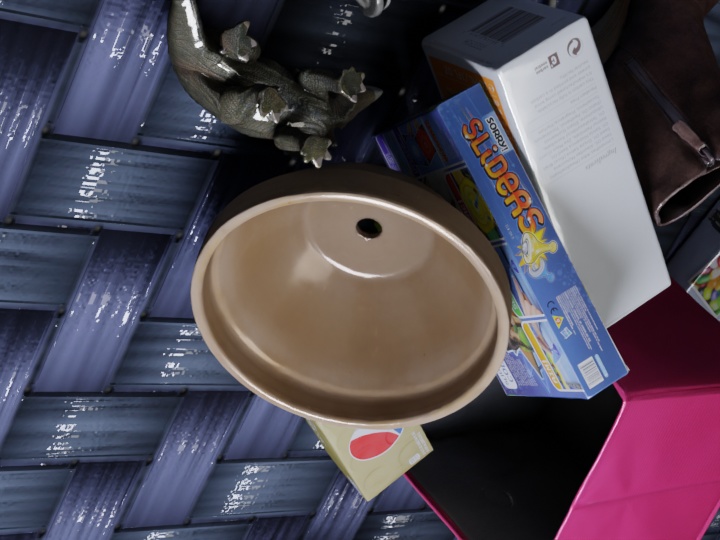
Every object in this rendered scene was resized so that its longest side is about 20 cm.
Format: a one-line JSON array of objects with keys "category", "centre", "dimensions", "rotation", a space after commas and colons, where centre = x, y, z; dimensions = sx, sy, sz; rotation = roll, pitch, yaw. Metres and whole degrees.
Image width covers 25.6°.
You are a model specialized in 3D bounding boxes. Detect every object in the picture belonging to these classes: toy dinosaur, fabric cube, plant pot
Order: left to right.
[{"category": "toy dinosaur", "centre": [-0.065, -0.107, 0.925], "dimensions": [0.199, 0.102, 0.078], "rotation": [19, 83, -33]}, {"category": "plant pot", "centre": [0.000, 0.000, 0.999], "dimensions": [0.199, 0.093, 0.202], "rotation": [7, 134, 8]}, {"category": "fabric cube", "centre": [0.171, 0.110, 1.233], "dimensions": [0.198, 0.196, 0.201], "rotation": [-1, 125, -40]}]

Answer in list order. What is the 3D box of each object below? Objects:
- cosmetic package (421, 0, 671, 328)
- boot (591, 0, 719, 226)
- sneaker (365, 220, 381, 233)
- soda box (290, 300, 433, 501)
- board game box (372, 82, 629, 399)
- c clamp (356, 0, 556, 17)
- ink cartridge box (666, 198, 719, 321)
[{"category": "cosmetic package", "centre": [0.121, -0.069, 1.026], "dimensions": [0.071, 0.101, 0.201], "rotation": [-32, 118, -14]}, {"category": "boot", "centre": [0.226, -0.133, 1.084], "dimensions": [0.200, 0.166, 0.072], "rotation": [-39, 141, -5]}, {"category": "sneaker", "centre": [0.099, -0.026, 1.140], "dimensions": [0.199, 0.081, 0.074], "rotation": [-28, 139, -19]}, {"category": "soda box", "centre": [-0.015, 0.083, 1.155], "dimensions": [0.068, 0.064, 0.200], "rotation": [-37, 141, -8]}, {"category": "board game box", "centre": [0.085, -0.014, 1.018], "dimensions": [0.034, 0.135, 0.201], "rotation": [-29, 96, -16]}, {"category": "c clamp", "centre": [0.063, -0.211, 0.986], "dimensions": [0.199, 0.027, 0.172], "rotation": [-18, 135, -28]}, {"category": "ink cartridge box", "centre": [0.320, 0.001, 1.388], "dimensions": [0.200, 0.042, 0.119], "rotation": [-51, 140, 11]}]
